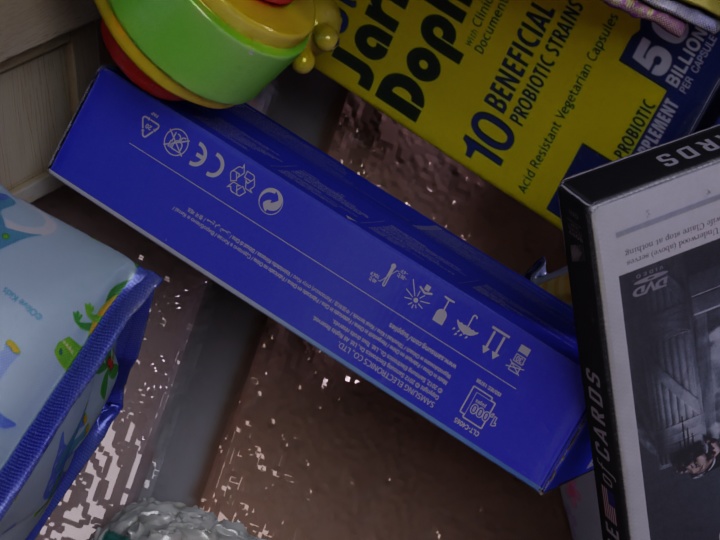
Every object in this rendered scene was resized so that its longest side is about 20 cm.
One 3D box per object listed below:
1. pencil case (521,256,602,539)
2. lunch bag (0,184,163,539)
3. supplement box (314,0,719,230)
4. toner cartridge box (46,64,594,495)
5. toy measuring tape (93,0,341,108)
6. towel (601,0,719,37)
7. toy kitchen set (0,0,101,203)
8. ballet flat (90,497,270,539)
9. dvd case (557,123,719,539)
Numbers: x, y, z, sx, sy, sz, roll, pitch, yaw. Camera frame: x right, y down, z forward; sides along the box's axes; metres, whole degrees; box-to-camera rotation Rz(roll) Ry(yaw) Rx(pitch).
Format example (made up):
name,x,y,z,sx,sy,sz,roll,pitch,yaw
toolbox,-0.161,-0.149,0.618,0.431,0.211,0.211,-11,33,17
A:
name,x,y,z,sx,sy,sz,roll,pitch,yaw
pencil case,0.118,0.087,0.822,0.082,0.091,0.202,-10,80,-19
lunch bag,-0.182,0.050,0.682,0.169,0.128,0.201,31,61,4
supplement box,0.048,-0.117,0.800,0.199,0.109,0.110,33,41,9
toner cartridge box,0.000,0.000,0.768,0.199,0.095,0.043,33,100,16
toy measuring tape,-0.074,-0.095,0.705,0.199,0.073,0.074,16,69,-46
towel,0.048,-0.171,0.695,0.199,0.023,0.145,24,73,-18
toy kitchen set,-0.166,-0.143,0.814,0.163,0.179,0.202,-36,128,-57
ballet flat,-0.003,0.139,0.785,0.199,0.072,0.072,25,70,-11
dvd case,0.141,0.039,0.715,0.149,0.025,0.201,-20,121,-16
